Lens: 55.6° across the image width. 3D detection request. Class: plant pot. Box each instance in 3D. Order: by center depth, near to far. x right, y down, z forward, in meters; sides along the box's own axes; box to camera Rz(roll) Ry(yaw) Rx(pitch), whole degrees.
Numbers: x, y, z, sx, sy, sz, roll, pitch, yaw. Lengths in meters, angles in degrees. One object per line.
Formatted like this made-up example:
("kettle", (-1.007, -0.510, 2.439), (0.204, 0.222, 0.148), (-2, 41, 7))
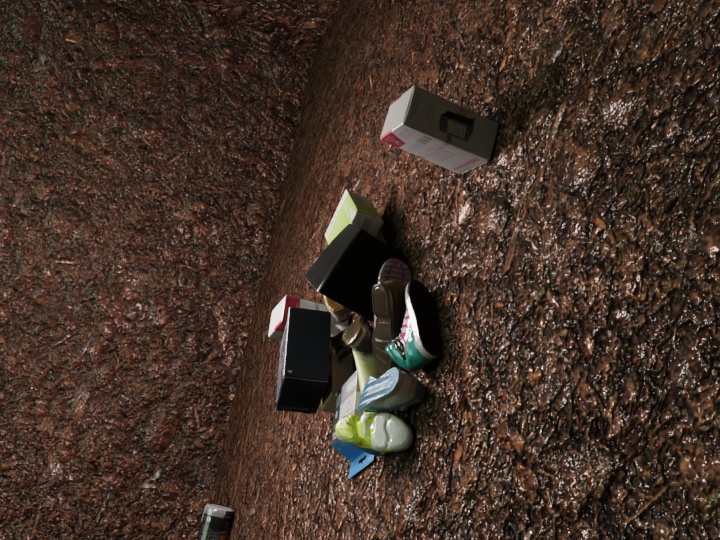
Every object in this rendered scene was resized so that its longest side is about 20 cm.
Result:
("plant pot", (0.000, 0.000, 1.677), (0.180, 0.197, 0.200), (-61, 17, 3))

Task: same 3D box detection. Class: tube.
("tube", (0.027, 0.260, 1.540), (0.051, 0.058, 0.203), (-27, 42, 18))

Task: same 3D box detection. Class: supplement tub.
("supplement tub", (-0.578, 1.037, 2.690), (0.122, 0.120, 0.205), (154, 131, -68))

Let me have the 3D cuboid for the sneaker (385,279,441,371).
("sneaker", (0.102, 0.125, 1.396), (0.121, 0.082, 0.203), (-49, 29, 34))

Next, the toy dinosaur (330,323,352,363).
("toy dinosaur", (-0.027, 0.179, 1.788), (0.100, 0.078, 0.200), (-27, 7, 0))

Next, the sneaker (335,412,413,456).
("sneaker", (0.045, 0.341, 1.405), (0.197, 0.105, 0.077), (1, 61, 43))

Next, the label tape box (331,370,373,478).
("label tape box", (-0.015, 0.356, 1.582), (0.144, 0.065, 0.204), (127, 155, -51))

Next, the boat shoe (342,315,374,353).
("boat shoe", (0.002, 0.157, 1.592), (0.072, 0.066, 0.201), (-48, 4, 2))

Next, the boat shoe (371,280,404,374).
("boat shoe", (0.069, 0.123, 1.458), (0.071, 0.067, 0.206), (20, 116, 48))

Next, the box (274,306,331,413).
("box", (-0.149, 0.237, 1.782), (0.200, 0.120, 0.204), (109, 165, -54))

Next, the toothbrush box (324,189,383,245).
("toothbrush box", (-0.021, -0.112, 1.837), (0.148, 0.084, 0.201), (-64, 20, 15))

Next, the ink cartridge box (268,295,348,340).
("ink cartridge box", (-0.149, 0.155, 1.951), (0.148, 0.195, 0.088), (135, 148, -57))

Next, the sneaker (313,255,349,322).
("sneaker", (-0.080, 0.053, 1.861), (0.088, 0.074, 0.204), (75, 178, -57))

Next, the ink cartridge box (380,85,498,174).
("ink cartridge box", (0.157, -0.281, 1.384), (0.147, 0.196, 0.088), (173, 115, -72))

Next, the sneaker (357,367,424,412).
("sneaker", (0.057, 0.258, 1.395), (0.199, 0.079, 0.078), (-34, 33, 60))

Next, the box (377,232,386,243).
("box", (0.021, -0.090, 1.909), (0.201, 0.049, 0.077), (-109, 41, -62))

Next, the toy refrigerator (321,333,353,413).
("toy refrigerator", (-0.063, 0.273, 1.810), (0.203, 0.068, 0.077), (-91, 24, -47))

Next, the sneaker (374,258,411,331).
("sneaker", (0.066, 0.073, 1.574), (0.089, 0.078, 0.205), (122, 157, -62))
